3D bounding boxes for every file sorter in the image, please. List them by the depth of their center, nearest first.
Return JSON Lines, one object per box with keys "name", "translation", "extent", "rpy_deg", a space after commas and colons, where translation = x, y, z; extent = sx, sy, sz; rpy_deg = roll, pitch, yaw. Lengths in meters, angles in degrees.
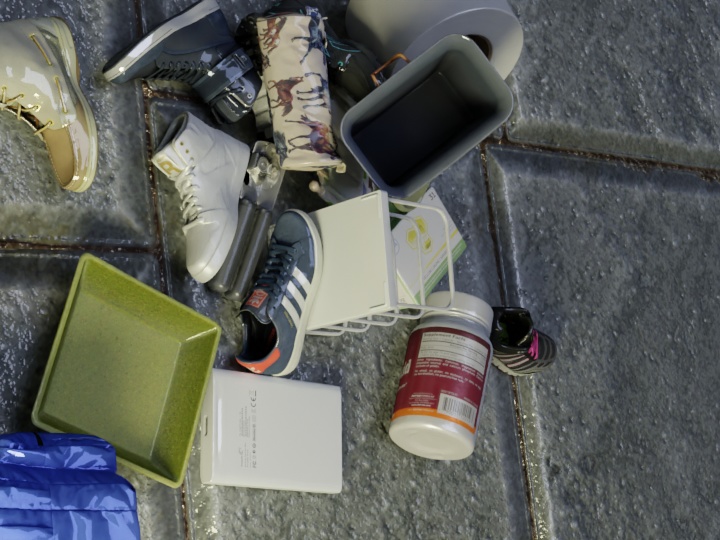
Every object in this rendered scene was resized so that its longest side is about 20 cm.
{"name": "file sorter", "translation": [0.000, 0.000, 1.717], "extent": [0.124, 0.199, 0.140], "rpy_deg": [8, 73, -45]}

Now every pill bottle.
{"name": "pill bottle", "translation": [0.111, 0.136, 1.847], "extent": [0.114, 0.114, 0.201], "rpy_deg": [34, 57, -33]}

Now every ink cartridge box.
{"name": "ink cartridge box", "translation": [0.048, -0.070, 1.892], "extent": [0.146, 0.048, 0.201], "rpy_deg": [-48, 115, -40]}

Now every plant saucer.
{"name": "plant saucer", "translation": [-0.261, 0.113, 1.536], "extent": [0.199, 0.048, 0.201], "rpy_deg": [32, 58, -35]}

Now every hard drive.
{"name": "hard drive", "translation": [-0.104, 0.194, 1.683], "extent": [0.199, 0.026, 0.133], "rpy_deg": [13, 70, -42]}

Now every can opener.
{"name": "can opener", "translation": [-0.142, -0.063, 1.707], "extent": [0.053, 0.067, 0.201], "rpy_deg": [28, 73, -37]}

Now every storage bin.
{"name": "storage bin", "translation": [0.065, -0.188, 1.733], "extent": [0.200, 0.134, 0.146], "rpy_deg": [-38, 93, -7]}

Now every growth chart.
{"name": "growth chart", "translation": [-0.014, -0.145, 1.823], "extent": [0.145, 0.018, 0.201], "rpy_deg": [47, 38, -43]}

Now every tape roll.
{"name": "tape roll", "translation": [0.097, -0.317, 1.870], "extent": [0.202, 0.203, 0.140], "rpy_deg": [4, 47, -44]}

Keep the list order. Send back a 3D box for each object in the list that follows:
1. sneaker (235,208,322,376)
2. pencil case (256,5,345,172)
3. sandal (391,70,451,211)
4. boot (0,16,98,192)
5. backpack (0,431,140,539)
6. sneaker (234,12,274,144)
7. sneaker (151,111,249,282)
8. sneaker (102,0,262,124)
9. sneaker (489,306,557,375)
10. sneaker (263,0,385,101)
{"name": "sneaker", "translation": [-0.102, 0.025, 1.665], "extent": [0.084, 0.075, 0.201], "rpy_deg": [6, 91, -51]}
{"name": "pencil case", "translation": [-0.069, -0.213, 1.701], "extent": [0.089, 0.078, 0.201], "rpy_deg": [-8, 87, -13]}
{"name": "sandal", "translation": [0.097, -0.169, 1.842], "extent": [0.080, 0.057, 0.202], "rpy_deg": [7, 104, -42]}
{"name": "boot", "translation": [-0.367, -0.177, 1.497], "extent": [0.154, 0.072, 0.201], "rpy_deg": [-6, 78, -46]}
{"name": "backpack", "translation": [-0.334, 0.243, 1.356], "extent": [0.199, 0.162, 0.169], "rpy_deg": [1, 68, -31]}
{"name": "sneaker", "translation": [-0.102, -0.226, 1.778], "extent": [0.090, 0.066, 0.201], "rpy_deg": [-18, 93, -51]}
{"name": "sneaker", "translation": [-0.201, -0.090, 1.641], "extent": [0.115, 0.074, 0.201], "rpy_deg": [32, 49, -33]}
{"name": "sneaker", "translation": [-0.201, -0.228, 1.668], "extent": [0.202, 0.077, 0.147], "rpy_deg": [-41, 105, -44]}
{"name": "sneaker", "translation": [0.222, 0.097, 1.985], "extent": [0.199, 0.087, 0.074], "rpy_deg": [23, 64, -39]}
{"name": "sneaker", "translation": [-0.050, -0.271, 1.803], "extent": [0.079, 0.076, 0.200], "rpy_deg": [-34, 68, -33]}
